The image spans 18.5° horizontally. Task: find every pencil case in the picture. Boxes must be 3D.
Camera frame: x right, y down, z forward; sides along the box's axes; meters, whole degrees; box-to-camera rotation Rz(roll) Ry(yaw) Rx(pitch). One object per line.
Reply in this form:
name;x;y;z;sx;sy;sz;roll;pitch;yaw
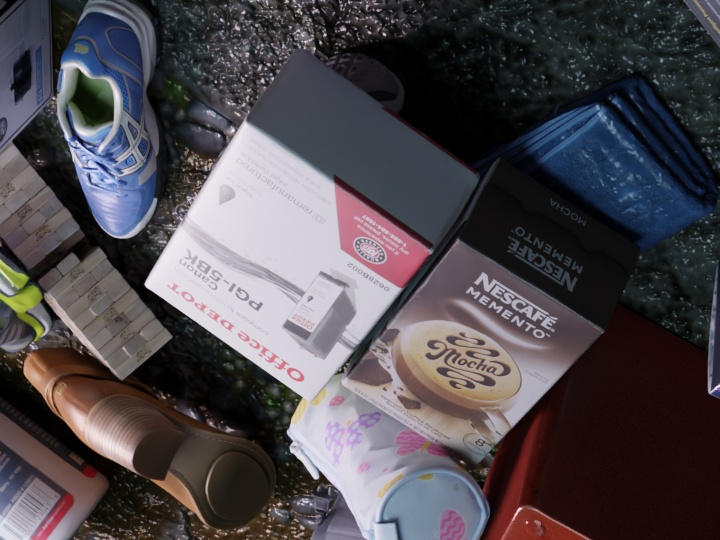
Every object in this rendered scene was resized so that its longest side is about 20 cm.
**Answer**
pencil case;0.017;0.141;1.569;0.090;0.200;0.084;1;107;-22

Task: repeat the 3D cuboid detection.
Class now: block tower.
block tower;-0.229;-0.010;1.671;0.200;0.054;0.058;52;169;-13

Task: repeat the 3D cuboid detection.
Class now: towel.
towel;0.132;-0.043;1.451;0.112;0.049;0.200;48;133;-13

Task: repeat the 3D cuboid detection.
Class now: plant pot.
plant pot;0.176;0.174;1.509;0.199;0.176;0.200;29;134;7

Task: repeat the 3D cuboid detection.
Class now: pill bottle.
pill bottle;-0.320;0.164;1.830;0.200;0.120;0.120;37;135;-1

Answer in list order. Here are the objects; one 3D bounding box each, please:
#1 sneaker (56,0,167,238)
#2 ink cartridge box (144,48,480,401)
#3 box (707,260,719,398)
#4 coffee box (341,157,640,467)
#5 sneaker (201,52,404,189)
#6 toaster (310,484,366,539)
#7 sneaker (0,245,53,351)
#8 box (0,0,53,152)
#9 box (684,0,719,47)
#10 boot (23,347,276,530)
sneaker;-0.185;-0.101;1.570;0.075;0.077;0.201;14;132;18
ink cartridge box;-0.035;-0.024;1.440;0.146;0.083;0.200;34;139;-2
box;0.323;0.018;1.312;0.147;0.105;0.200;23;142;-17
coffee box;0.082;0.031;1.451;0.113;0.080;0.200;32;142;-3
sneaker;-0.026;-0.081;1.508;0.087;0.075;0.200;39;143;-16
toaster;0.040;0.238;1.687;0.128;0.114;0.201;7;129;21
sneaker;-0.290;0.032;1.692;0.074;0.081;0.200;47;169;8
box;-0.288;-0.120;1.528;0.060;0.200;0.117;20;132;15
box;0.283;-0.158;1.269;0.157;0.050;0.200;-29;107;42
boot;-0.164;0.124;1.739;0.154;0.074;0.200;32;175;39
